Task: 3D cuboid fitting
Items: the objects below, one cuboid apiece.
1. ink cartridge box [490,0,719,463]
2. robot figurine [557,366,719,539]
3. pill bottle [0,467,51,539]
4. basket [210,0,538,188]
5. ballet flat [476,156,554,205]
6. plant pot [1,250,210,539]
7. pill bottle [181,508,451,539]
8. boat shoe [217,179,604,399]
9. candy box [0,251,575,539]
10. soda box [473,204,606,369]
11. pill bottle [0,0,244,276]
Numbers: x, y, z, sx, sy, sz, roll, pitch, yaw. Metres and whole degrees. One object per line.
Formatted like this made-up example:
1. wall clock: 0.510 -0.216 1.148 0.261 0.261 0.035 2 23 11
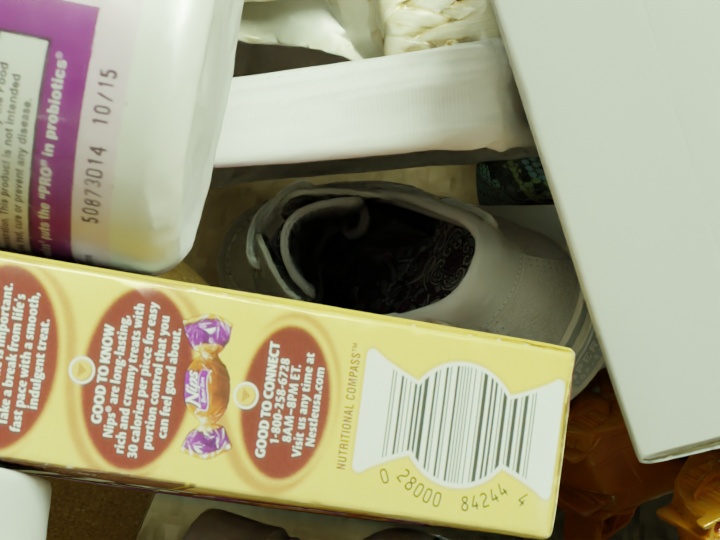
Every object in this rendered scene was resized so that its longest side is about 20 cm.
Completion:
1. ink cartridge box: 0.101 -0.052 0.843 0.083 0.145 0.200 -16 16 11
2. robot figurine: 0.158 0.034 0.885 0.200 0.058 0.145 -25 28 -22
3. pill bottle: -0.131 0.145 0.715 0.111 0.111 0.201 8 83 -2
4. basket: -0.013 -0.092 0.899 0.135 0.124 0.200 -5 1 8
5. ballet flat: 0.132 -0.055 1.007 0.199 0.074 0.074 -5 40 20
6. plant pot: -0.150 0.016 0.881 0.200 0.187 0.187 23 44 -3
7. pill bottle: 0.035 0.139 0.819 0.199 0.111 0.111 20 45 9
8. boat shoe: 0.000 0.000 0.924 0.068 0.072 0.200 33 -5 -32
9. candy box: -0.057 0.032 0.775 0.199 0.117 0.057 8 85 -21
10. soda box: 0.128 0.021 0.986 0.199 0.068 0.064 -1 46 -11
11. pill bottle: -0.135 -0.070 0.752 0.199 0.112 0.112 10 44 1
